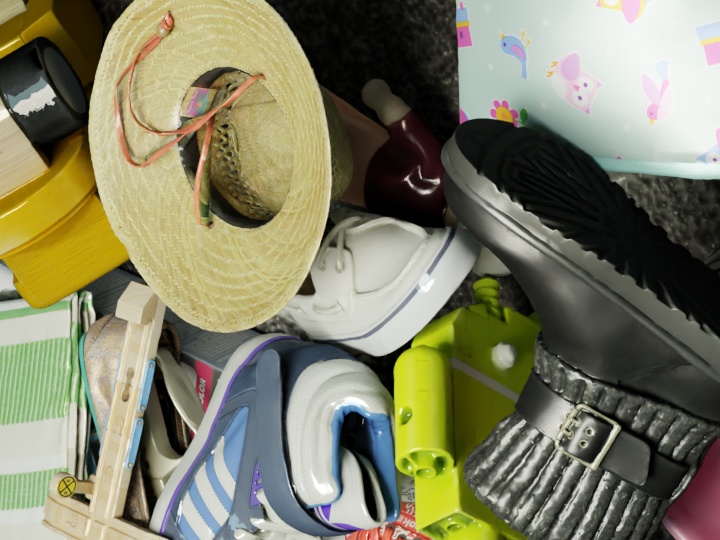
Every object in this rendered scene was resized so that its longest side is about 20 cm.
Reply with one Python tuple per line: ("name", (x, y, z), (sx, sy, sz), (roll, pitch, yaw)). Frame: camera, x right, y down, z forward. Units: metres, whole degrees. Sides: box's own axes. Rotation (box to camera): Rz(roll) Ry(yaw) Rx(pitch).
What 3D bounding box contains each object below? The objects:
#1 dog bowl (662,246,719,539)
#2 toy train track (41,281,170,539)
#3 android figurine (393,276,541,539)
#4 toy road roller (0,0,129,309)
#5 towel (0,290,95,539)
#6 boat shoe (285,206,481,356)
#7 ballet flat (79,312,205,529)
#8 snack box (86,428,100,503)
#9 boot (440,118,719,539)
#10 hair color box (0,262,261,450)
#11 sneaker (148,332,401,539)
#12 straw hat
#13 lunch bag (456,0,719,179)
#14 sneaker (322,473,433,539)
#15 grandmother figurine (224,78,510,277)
("dog bowl", (0.223, 0.078, 1.539), (0.200, 0.074, 0.201), (13, 112, 35))
("toy train track", (-0.147, 0.105, 1.694), (0.115, 0.032, 0.201), (17, 96, 47))
("android figurine", (0.082, 0.098, 1.596), (0.041, 0.182, 0.201), (-27, 46, 36))
("toy road roller", (-0.195, -0.071, 1.761), (0.123, 0.200, 0.146), (-29, 115, 12))
("towel", (-0.209, 0.117, 1.802), (0.152, 0.023, 0.201), (-9, 79, 46))
("boat shoe", (0.000, 0.000, 1.637), (0.070, 0.071, 0.200), (40, 164, -11))
("ballet flat", (-0.114, 0.121, 1.739), (0.067, 0.068, 0.201), (-12, 91, 29))
("snack box", (-0.164, 0.199, 1.827), (0.116, 0.037, 0.201), (-13, 94, 45))
("boot", (0.092, 0.041, 1.492), (0.211, 0.079, 0.158), (40, 119, 0))
("hair color box", (-0.132, 0.066, 1.824), (0.200, 0.061, 0.099), (24, 119, 31))
("sneaker", (-0.043, 0.138, 1.649), (0.146, 0.080, 0.201), (24, 96, 58))
("straw hat", (-0.053, -0.069, 1.630), (0.201, 0.085, 0.202), (7, 100, 46))
("lunch bag", (0.148, -0.135, 1.499), (0.200, 0.122, 0.171), (7, 108, 43))
("sneaker", (0.037, 0.161, 1.662), (0.201, 0.108, 0.067), (19, 117, 17))
("grandmother figurine", (0.015, -0.055, 1.675), (0.200, 0.061, 0.122), (28, 148, 25))
